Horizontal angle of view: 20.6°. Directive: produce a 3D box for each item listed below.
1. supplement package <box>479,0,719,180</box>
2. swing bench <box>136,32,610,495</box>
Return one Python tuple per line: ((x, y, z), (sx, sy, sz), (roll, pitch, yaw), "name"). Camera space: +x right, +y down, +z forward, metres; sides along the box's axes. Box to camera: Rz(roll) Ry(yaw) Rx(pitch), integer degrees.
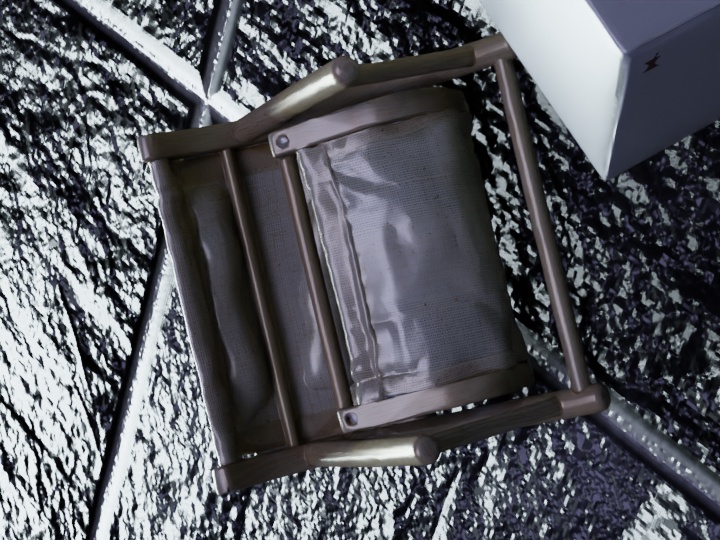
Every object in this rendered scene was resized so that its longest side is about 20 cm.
((0.105, -0.165, 0.861), (0.201, 0.116, 0.117), (59, 169, 21), "supplement package")
((0.000, 0.000, 1.034), (0.200, 0.129, 0.200), (-15, 88, 53), "swing bench")
